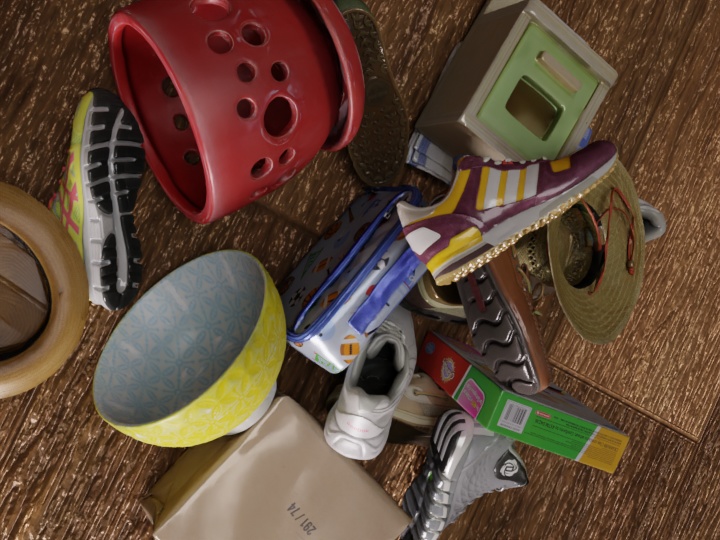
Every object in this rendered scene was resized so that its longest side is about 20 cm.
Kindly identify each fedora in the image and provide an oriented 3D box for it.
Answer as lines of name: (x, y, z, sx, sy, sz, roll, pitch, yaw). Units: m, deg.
fedora: (-0.343, 0.014, 0.923, 0.198, 0.082, 0.204, -1, 95, -16)

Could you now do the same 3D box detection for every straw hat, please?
straw hat: (0.200, -0.023, 1.014, 0.200, 0.084, 0.204, 5, 84, -49)

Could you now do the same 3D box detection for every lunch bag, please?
lunch bag: (0.000, 0.000, 1.008, 0.075, 0.160, 0.201, 41, 81, -18)

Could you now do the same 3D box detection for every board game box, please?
board game box: (0.159, 0.130, 1.054, 0.151, 0.200, 0.041, 22, 96, -19)

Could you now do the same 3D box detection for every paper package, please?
paper package: (-0.085, 0.243, 1.027, 0.191, 0.103, 0.200, -46, 108, -11)

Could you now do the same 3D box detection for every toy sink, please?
toy sink: (0.173, -0.196, 1.059, 0.130, 0.112, 0.201, 35, 79, -21)

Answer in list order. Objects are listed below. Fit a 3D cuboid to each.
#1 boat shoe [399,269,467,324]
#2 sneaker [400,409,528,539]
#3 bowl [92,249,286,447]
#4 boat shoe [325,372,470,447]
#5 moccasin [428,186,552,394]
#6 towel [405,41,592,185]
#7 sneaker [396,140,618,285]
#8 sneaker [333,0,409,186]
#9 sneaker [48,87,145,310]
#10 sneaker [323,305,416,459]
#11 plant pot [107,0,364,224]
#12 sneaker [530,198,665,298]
boat shoe: (0.104, 0.019, 1.078, 0.199, 0.064, 0.074, 15, 65, -52)
sneaker: (0.116, 0.233, 1.076, 0.114, 0.075, 0.202, 6, 127, -17)
bowl: (-0.139, 0.090, 0.962, 0.200, 0.200, 0.108, -47, 126, -10)
boat shoe: (0.057, 0.145, 1.095, 0.198, 0.072, 0.066, 15, 60, -17)
moccasin: (0.129, 0.015, 0.949, 0.077, 0.074, 0.203, -18, 79, -35)
towel: (0.153, -0.139, 1.127, 0.198, 0.024, 0.148, 28, 82, -22)
sneaker: (0.127, -0.074, 0.881, 0.199, 0.075, 0.091, -32, 83, -10)
sneaker: (0.001, -0.191, 1.041, 0.066, 0.090, 0.202, -17, 130, -4)
sneaker: (-0.255, -0.067, 0.949, 0.078, 0.089, 0.203, -9, 105, -62)
sneaker: (0.025, 0.086, 1.017, 0.077, 0.201, 0.100, 19, 132, -4)
plant pot: (-0.110, -0.168, 0.942, 0.181, 0.200, 0.203, -27, 103, -25)
sneaker: (0.248, -0.029, 1.103, 0.199, 0.099, 0.079, -33, 123, -24)
